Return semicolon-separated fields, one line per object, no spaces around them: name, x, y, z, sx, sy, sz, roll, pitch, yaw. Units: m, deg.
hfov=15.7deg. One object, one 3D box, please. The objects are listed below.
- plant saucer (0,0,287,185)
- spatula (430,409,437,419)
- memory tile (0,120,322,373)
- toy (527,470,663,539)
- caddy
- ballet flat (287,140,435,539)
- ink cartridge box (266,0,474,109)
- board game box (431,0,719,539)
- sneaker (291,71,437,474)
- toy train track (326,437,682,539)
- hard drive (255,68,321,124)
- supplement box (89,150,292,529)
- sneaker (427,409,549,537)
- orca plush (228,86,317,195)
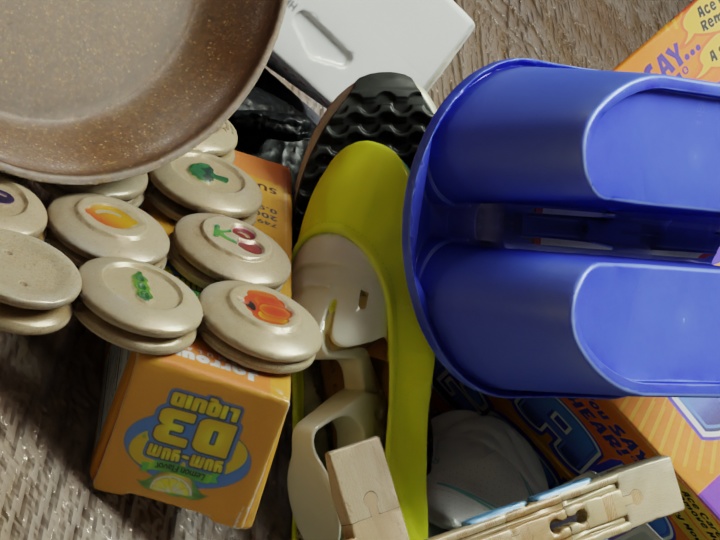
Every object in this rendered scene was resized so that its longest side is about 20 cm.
plant saucer;-0.120;-0.133;1.017;0.200;0.200;0.037;45;-22;-23
spatula;0.073;0.135;1.296;0.200;0.021;0.057;53;22;-4
memory tile;-0.102;-0.029;1.023;0.153;0.017;0.200;10;29;-24
toy;0.118;0.186;1.163;0.200;0.115;0.047;48;30;-19
caddy;0.102;-0.015;1.088;0.200;0.105;0.142;4;91;-45
ballet flat;-0.005;0.047;1.074;0.067;0.067;0.200;-6;96;-52
ink cartridge box;-0.054;-0.164;1.346;0.146;0.084;0.200;39;-1;-39
board game box;0.155;0.019;1.277;0.200;0.200;0.200;47;-19;7
sneaker;0.000;0.000;1.173;0.093;0.070;0.200;-107;-164;-68
toy train track;0.042;0.115;1.056;0.200;0.033;0.115;-16;90;-29
hard drive;-0.076;-0.077;1.292;0.200;0.042;0.135;38;22;-40
supplement box;-0.065;0.019;1.055;0.066;0.069;0.200;17;28;-11
sneaker;0.087;0.161;1.228;0.200;0.070;0.080;47;34;-13
orca plush;-0.045;-0.045;1.184;0.200;0.071;0.105;31;61;-37
